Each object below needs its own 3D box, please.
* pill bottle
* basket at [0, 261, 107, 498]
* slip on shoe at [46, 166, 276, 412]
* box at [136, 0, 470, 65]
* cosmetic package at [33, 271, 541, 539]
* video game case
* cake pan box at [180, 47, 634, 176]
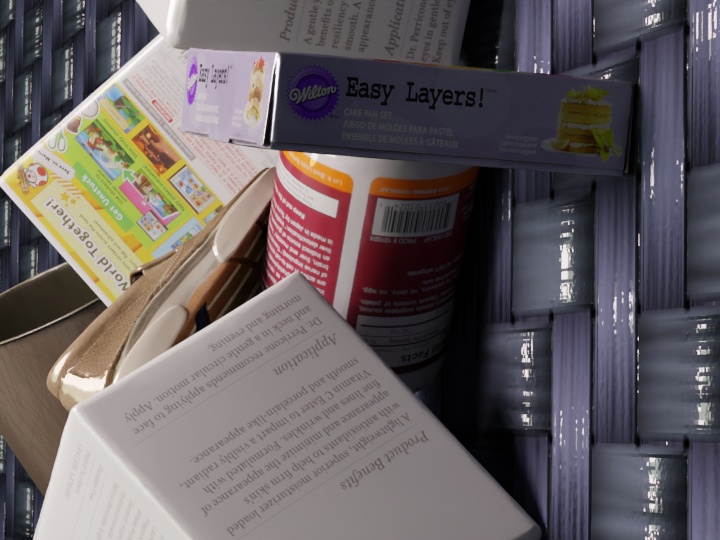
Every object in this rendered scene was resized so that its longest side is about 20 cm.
[{"bbox_3d":[0.000,0.000,1.678,0.113,0.113,0.201,-115,30,-58],"label":"pill bottle"},{"bbox_3d":[-0.155,0.102,1.930,0.180,0.136,0.200,-15,109,44],"label":"basket"},{"bbox_3d":[-0.102,0.012,1.680,0.200,0.060,0.076,-57,-22,-28],"label":"slip on shoe"},{"bbox_3d":[-0.031,-0.230,1.671,0.200,0.171,0.200,-129,49,-66],"label":"box"},{"bbox_3d":[-0.044,0.147,1.584,0.200,0.165,0.165,47,146,19],"label":"cosmetic package"},{"bbox_3d":[-0.091,-0.032,1.783,0.182,0.200,0.023,-38,7,28],"label":"video game case"},{"bbox_3d":[0.018,-0.080,1.492,0.200,0.183,0.053,-164,80,-75],"label":"cake pan box"}]
